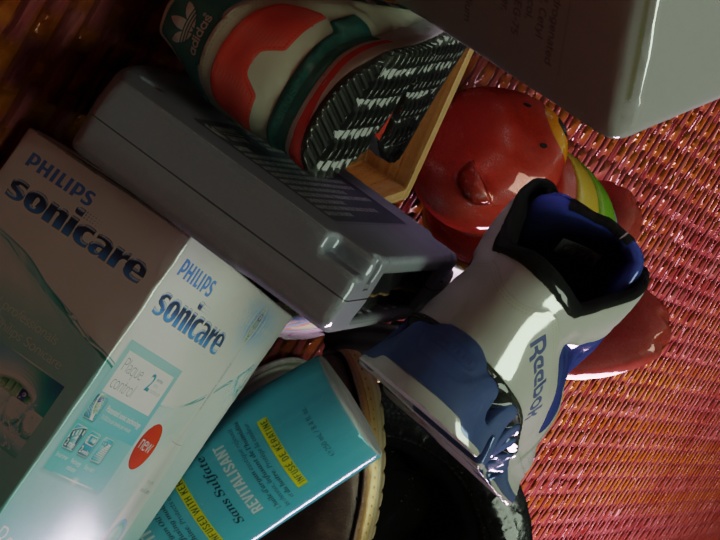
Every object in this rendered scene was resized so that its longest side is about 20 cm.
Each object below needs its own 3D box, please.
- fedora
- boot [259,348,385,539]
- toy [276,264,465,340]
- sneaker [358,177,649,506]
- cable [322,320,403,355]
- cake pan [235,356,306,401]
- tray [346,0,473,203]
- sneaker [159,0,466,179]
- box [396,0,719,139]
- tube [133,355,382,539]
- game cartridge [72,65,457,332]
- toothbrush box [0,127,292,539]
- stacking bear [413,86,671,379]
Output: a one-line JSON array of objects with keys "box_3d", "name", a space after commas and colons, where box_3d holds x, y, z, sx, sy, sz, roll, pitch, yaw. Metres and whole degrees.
[{"box_3d": [-0.009, 0.137, 1.134, 0.201, 0.201, 0.092, -61, -166, 13], "name": "fedora"}, {"box_3d": [-0.087, 0.119, 1.016, 0.166, 0.072, 0.200, 7, 117, -26], "name": "boot"}, {"box_3d": [0.000, 0.000, 1.110, 0.200, 0.115, 0.047, 3, 74, -76], "name": "toy"}, {"box_3d": [0.070, 0.029, 0.955, 0.115, 0.081, 0.199, -46, 170, -3], "name": "sneaker"}, {"box_3d": [0.029, 0.052, 1.124, 0.200, 0.097, 0.050, 8, 92, -85], "name": "cable"}, {"box_3d": [-0.073, 0.140, 1.215, 0.200, 0.037, 0.200, -47, 159, -25], "name": "cake pan"}, {"box_3d": [0.023, -0.118, 1.046, 0.099, 0.037, 0.200, -23, 142, -58], "name": "tray"}, {"box_3d": [-0.019, -0.091, 0.915, 0.070, 0.093, 0.200, -58, 172, 15], "name": "sneaker"}, {"box_3d": [0.122, -0.192, 0.877, 0.199, 0.171, 0.200, -23, 136, -36], "name": "box"}, {"box_3d": [-0.088, 0.109, 0.969, 0.200, 0.077, 0.050, -32, 177, 4], "name": "tube"}, {"box_3d": [-0.036, -0.029, 0.887, 0.042, 0.133, 0.200, -59, 169, 7], "name": "game cartridge"}, {"box_3d": [-0.131, 0.063, 0.891, 0.200, 0.085, 0.146, -56, 162, -5], "name": "toothbrush box"}, {"box_3d": [0.085, -0.029, 1.227, 0.114, 0.121, 0.200, -18, 149, 11], "name": "stacking bear"}]
